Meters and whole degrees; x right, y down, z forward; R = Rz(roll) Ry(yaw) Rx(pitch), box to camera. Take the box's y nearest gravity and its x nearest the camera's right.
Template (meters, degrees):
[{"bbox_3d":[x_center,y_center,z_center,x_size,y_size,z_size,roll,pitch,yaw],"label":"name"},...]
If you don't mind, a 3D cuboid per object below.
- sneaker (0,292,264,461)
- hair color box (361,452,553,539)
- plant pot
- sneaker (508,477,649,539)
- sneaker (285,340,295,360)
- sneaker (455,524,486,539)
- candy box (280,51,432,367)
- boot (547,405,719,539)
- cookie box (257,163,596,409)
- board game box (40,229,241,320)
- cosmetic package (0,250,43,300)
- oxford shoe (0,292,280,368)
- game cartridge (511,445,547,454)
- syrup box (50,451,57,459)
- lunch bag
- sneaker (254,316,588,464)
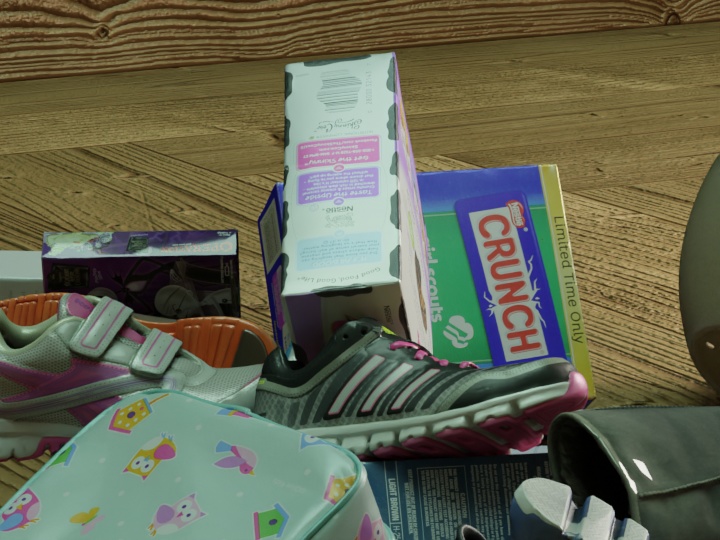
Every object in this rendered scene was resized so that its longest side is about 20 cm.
[{"bbox_3d":[-0.142,0.058,1.641,0.199,0.089,0.081,-1,13,1],"label":"sneaker"},{"bbox_3d":[0.094,0.141,1.594,0.199,0.061,0.100,-2,-21,-7],"label":"hair color box"},{"bbox_3d":[0.299,0.023,2.009,0.200,0.201,0.135,9,51,39],"label":"plant pot"},{"bbox_3d":[0.138,0.196,1.403,0.199,0.115,0.081,31,19,6],"label":"sneaker"},{"bbox_3d":[0.012,0.086,1.809,0.130,0.080,0.200,11,52,25],"label":"sneaker"},{"bbox_3d":[0.044,0.169,1.511,0.199,0.083,0.072,2,12,14],"label":"sneaker"},{"bbox_3d":[0.000,0.000,1.723,0.071,0.168,0.200,-6,44,5],"label":"candy box"},{"bbox_3d":[0.210,0.135,1.507,0.200,0.073,0.182,-5,51,-46],"label":"boot"},{"bbox_3d":[0.044,0.024,1.954,0.199,0.172,0.075,-4,-17,-15],"label":"cookie box"},{"bbox_3d":[-0.133,0.057,1.803,0.119,0.201,0.032,1,42,1],"label":"board game box"},{"bbox_3d":[-0.236,0.028,2.215,0.199,0.074,0.102,0,12,12],"label":"cosmetic package"},{"bbox_3d":[-0.139,0.057,1.737,0.199,0.072,0.073,8,-8,13],"label":"oxford shoe"},{"bbox_3d":[0.158,0.141,1.757,0.199,0.041,0.133,1,16,9],"label":"game cartridge"},{"bbox_3d":[-0.144,0.130,1.709,0.078,0.082,0.200,0,13,-6],"label":"syrup box"},{"bbox_3d":[-0.095,0.148,1.506,0.199,0.077,0.160,14,52,42],"label":"lunch bag"},{"bbox_3d":[0.025,0.062,1.579,0.199,0.088,0.074,-13,-21,22],"label":"sneaker"}]
